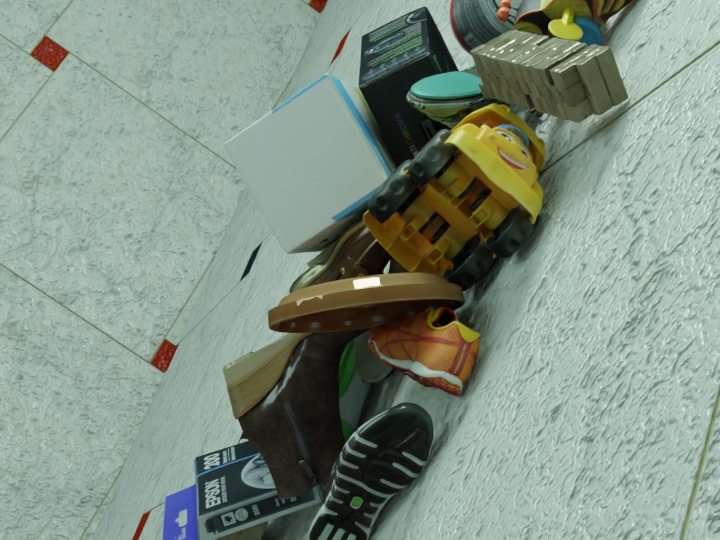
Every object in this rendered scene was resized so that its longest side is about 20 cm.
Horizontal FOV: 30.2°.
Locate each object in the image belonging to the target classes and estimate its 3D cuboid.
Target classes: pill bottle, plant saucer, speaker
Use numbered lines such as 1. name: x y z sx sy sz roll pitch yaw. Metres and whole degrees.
1. pill bottle: 0.188 -0.323 1.551 0.117 0.115 0.200 -66 13 -16
2. plant saucer: 0.005 0.032 1.338 0.200 0.198 0.033 149 114 -68
3. speaker: -0.017 0.102 1.574 0.088 0.088 0.202 -39 27 62

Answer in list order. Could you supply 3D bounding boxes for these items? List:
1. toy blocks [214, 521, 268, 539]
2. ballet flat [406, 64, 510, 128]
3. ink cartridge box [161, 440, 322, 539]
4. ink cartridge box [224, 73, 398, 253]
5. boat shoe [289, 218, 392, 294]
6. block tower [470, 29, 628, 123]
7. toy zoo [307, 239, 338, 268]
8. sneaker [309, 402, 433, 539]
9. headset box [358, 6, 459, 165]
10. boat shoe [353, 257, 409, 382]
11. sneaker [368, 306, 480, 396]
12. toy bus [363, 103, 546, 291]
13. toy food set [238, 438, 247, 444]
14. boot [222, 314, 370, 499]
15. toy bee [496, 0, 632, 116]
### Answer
1. toy blocks: -0.172 0.373 1.668 0.202 0.099 0.137 -63 1 -10
2. ballet flat: 0.125 -0.185 1.441 0.199 0.075 0.074 -25 -14 -37
3. ink cartridge box: -0.151 0.261 1.612 0.198 0.044 0.198 -20 13 -4
4. ink cartridge box: -0.036 -0.119 1.550 0.146 0.147 0.200 -32 -6 13
5. boat shoe: -0.001 0.000 1.505 0.200 0.071 0.068 -43 62 35
6. block tower: 0.176 -0.191 1.296 0.054 0.058 0.200 -31 22 -14
7. toy zoo: 0.028 -0.049 1.623 0.131 0.021 0.200 -36 -7 23
8. sneaker: 0.010 0.181 1.321 0.201 0.075 0.116 -57 10 29
9. headset box: 0.075 -0.187 1.553 0.092 0.175 0.201 -23 23 13
10. boat shoe: 0.053 0.038 1.532 0.063 0.072 0.202 36 -109 -59
11. sneaker: 0.068 0.074 1.331 0.078 0.072 0.200 -63 23 -6
12. toy bus: 0.124 -0.099 1.358 0.192 0.136 0.200 -51 5 -33
13. toy food set: -0.129 0.222 1.847 0.201 0.060 0.144 -55 15 31
14. boot: -0.041 0.142 1.477 0.198 0.168 0.072 -28 0 10
15. toy bee: 0.200 -0.257 1.374 0.201 0.108 0.131 -57 12 19
